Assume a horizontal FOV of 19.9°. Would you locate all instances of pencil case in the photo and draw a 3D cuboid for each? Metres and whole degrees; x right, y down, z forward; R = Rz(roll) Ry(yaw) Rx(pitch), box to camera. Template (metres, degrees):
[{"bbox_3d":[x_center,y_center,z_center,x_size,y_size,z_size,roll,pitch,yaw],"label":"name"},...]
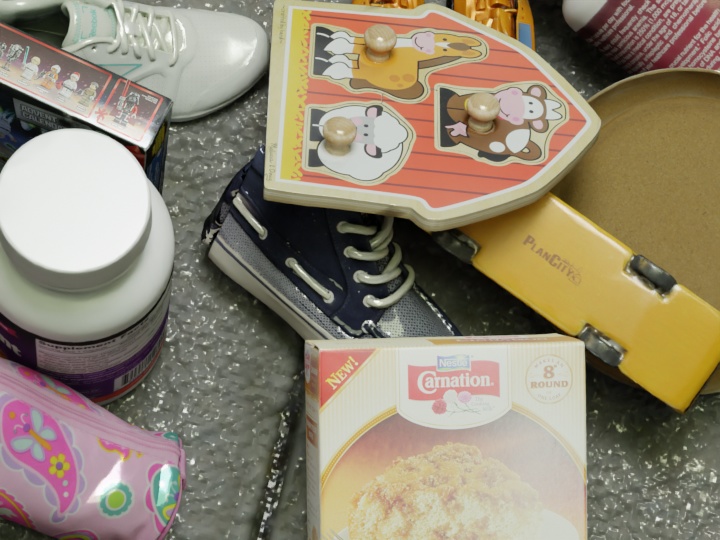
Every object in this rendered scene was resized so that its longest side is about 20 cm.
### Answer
[{"bbox_3d":[-0.194,0.093,1.148,0.199,0.087,0.088,29,66,-24],"label":"pencil case"}]

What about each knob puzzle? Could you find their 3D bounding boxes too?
[{"bbox_3d":[0.045,-0.101,1.212,0.218,0.031,0.220,5,44,-5],"label":"knob puzzle"}]

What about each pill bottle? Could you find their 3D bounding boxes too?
[{"bbox_3d":[-0.161,-0.002,1.160,0.111,0.200,0.112,3,69,-7],"label":"pill bottle"},{"bbox_3d":[0.201,-0.174,1.303,0.200,0.114,0.114,37,69,-5],"label":"pill bottle"}]

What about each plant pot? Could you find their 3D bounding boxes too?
[{"bbox_3d":[0.200,-0.024,1.267,0.199,0.027,0.201,1,93,16],"label":"plant pot"}]

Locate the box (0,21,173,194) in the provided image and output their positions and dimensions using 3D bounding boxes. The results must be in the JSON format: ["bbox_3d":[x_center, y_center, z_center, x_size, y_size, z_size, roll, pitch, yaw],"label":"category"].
[{"bbox_3d":[-0.211,-0.097,1.223,0.199,0.137,0.040,24,66,3],"label":"box"}]

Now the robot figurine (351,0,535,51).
[{"bbox_3d":[0.050,-0.124,1.310,0.144,0.058,0.201,0,69,-6],"label":"robot figurine"}]

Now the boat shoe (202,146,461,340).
[{"bbox_3d":[0.000,0.000,1.222,0.200,0.093,0.075,34,42,7],"label":"boat shoe"}]

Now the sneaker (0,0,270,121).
[{"bbox_3d":[-0.152,-0.137,1.278,0.199,0.080,0.071,-4,68,-11],"label":"sneaker"}]

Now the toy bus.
[{"bbox_3d":[0.130,0.003,1.231,0.200,0.078,0.065,36,94,11],"label":"toy bus"}]

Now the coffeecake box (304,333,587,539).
[{"bbox_3d":[0.048,0.139,1.168,0.153,0.073,0.201,-1,92,-8],"label":"coffeecake box"}]
